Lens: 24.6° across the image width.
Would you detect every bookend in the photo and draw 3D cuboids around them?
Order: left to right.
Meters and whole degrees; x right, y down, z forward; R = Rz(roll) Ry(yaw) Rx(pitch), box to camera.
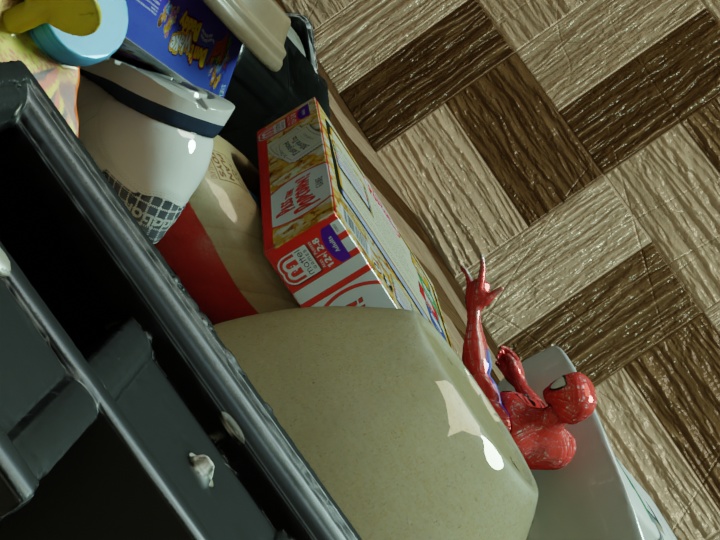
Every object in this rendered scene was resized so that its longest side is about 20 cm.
[{"bbox_3d":[-0.091,0.053,0.434,0.199,0.092,0.200,55,7,-5],"label":"bookend"}]

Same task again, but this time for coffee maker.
[{"bbox_3d":[-0.096,-0.135,1.177,0.193,0.134,0.200,59,8,21],"label":"coffee maker"}]

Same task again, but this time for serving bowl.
[{"bbox_3d":[0.104,0.144,0.866,0.200,0.065,0.201,163,-90,-88],"label":"serving bowl"}]

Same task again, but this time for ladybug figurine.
[{"bbox_3d":[-0.076,-0.012,0.968,0.136,0.072,0.200,61,7,30],"label":"ladybug figurine"}]

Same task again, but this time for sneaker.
[{"bbox_3d":[-0.137,-0.074,0.884,0.076,0.081,0.200,14,7,-27],"label":"sneaker"}]

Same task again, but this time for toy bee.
[{"bbox_3d":[-0.160,-0.118,0.694,0.108,0.131,0.201,23,45,-40],"label":"toy bee"}]

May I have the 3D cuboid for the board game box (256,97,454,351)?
[{"bbox_3d":[0.000,0.000,0.952,0.152,0.046,0.200,57,8,-21],"label":"board game box"}]

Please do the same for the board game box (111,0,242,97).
[{"bbox_3d":[-0.155,-0.149,0.891,0.134,0.045,0.200,19,-1,13],"label":"board game box"}]

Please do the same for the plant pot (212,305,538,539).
[{"bbox_3d":[-0.005,0.093,0.696,0.201,0.134,0.200,55,6,-8],"label":"plant pot"}]

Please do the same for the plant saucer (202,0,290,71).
[{"bbox_3d":[-0.104,-0.194,0.918,0.200,0.029,0.200,48,4,-4],"label":"plant saucer"}]

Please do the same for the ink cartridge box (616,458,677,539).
[{"bbox_3d":[0.141,0.201,1.181,0.085,0.146,0.200,61,9,32],"label":"ink cartridge box"}]

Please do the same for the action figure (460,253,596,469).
[{"bbox_3d":[0.041,0.065,0.812,0.065,0.200,0.100,18,62,-34],"label":"action figure"}]
